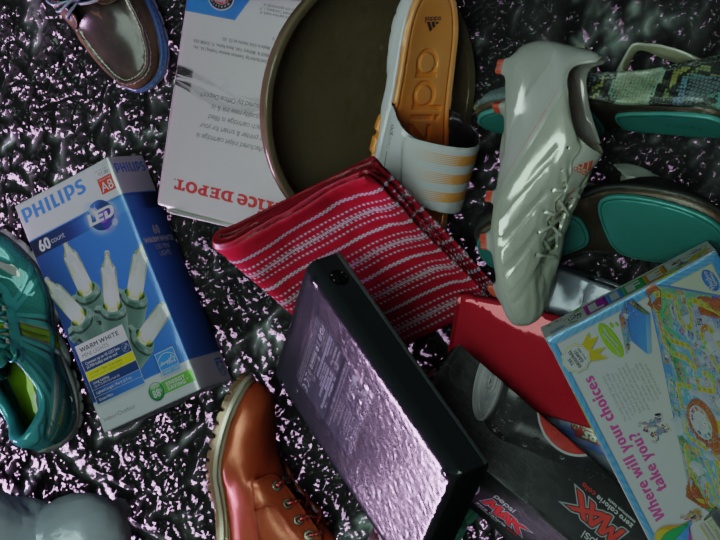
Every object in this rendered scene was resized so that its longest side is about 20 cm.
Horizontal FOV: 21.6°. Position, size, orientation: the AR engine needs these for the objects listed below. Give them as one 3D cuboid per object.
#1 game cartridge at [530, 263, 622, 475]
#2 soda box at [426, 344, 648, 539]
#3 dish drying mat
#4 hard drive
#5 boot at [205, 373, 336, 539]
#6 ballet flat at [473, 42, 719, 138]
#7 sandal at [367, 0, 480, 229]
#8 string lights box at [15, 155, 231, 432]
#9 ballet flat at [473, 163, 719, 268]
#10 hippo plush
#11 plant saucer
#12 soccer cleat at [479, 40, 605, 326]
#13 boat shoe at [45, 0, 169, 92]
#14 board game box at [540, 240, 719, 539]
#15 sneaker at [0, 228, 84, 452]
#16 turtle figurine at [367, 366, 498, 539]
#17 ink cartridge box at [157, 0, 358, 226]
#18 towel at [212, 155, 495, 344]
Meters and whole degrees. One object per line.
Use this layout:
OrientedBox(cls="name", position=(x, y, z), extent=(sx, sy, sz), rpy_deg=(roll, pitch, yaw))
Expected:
OrientedBox(cls="game cartridge", position=(0.207, 0.087, 1.398), extent=(0.199, 0.041, 0.134), rpy_deg=(20, 98, 19))
OrientedBox(cls="soda box", position=(0.119, 0.150, 1.387), extent=(0.200, 0.071, 0.063), rpy_deg=(41, 150, -1))
OrientedBox(cls="dish drying mat", position=(0.159, 0.074, 1.389), extent=(0.198, 0.018, 0.078), rpy_deg=(15, 103, 19))
OrientedBox(cls="hard drive", position=(0.010, 0.107, 1.360), extent=(0.201, 0.033, 0.140), rpy_deg=(55, 147, 28))
OrientedBox(cls="boot", position=(-0.067, 0.182, 1.504), extent=(0.106, 0.075, 0.202), rpy_deg=(5, 105, 19))
OrientedBox(cls="ballet flat", position=(0.182, -0.133, 1.379), extent=(0.198, 0.074, 0.075), rpy_deg=(4, 97, 20))
OrientedBox(cls="sandal", position=(0.052, -0.105, 1.379), extent=(0.059, 0.079, 0.209), rpy_deg=(22, 114, 48))
OrientedBox(cls="string lights box", position=(-0.194, 0.018, 1.543), extent=(0.102, 0.059, 0.201), rpy_deg=(-25, 85, 24))
OrientedBox(cls="ballet flat", position=(0.177, -0.045, 1.377), extent=(0.198, 0.069, 0.068), rpy_deg=(-2, 131, 25))
OrientedBox(cls="hippo plush", position=(-0.271, 0.216, 1.572), extent=(0.159, 0.160, 0.202), rpy_deg=(3, 114, -8))
OrientedBox(cls="plant saucer", position=(0.003, -0.127, 1.389), extent=(0.029, 0.199, 0.202), rpy_deg=(21, 105, 49))
OrientedBox(cls="soccer cleat", position=(0.131, -0.061, 1.325), extent=(0.077, 0.069, 0.202), rpy_deg=(3, 91, 25))
OrientedBox(cls="boat shoe", position=(-0.227, -0.231, 1.525), extent=(0.072, 0.072, 0.201), rpy_deg=(-35, 82, 22))
OrientedBox(cls="board game box", position=(0.231, 0.099, 1.330), extent=(0.134, 0.034, 0.201), rpy_deg=(-27, 101, 5))
OrientedBox(cls="sneaker", position=(-0.290, 0.055, 1.575), extent=(0.077, 0.080, 0.201), rpy_deg=(-25, 85, 23))
OrientedBox(cls="turtle figurine", position=(0.052, 0.183, 1.440), extent=(0.149, 0.101, 0.202), rpy_deg=(-21, 78, 13))
OrientedBox(cls="ink cartridge box", position=(-0.064, -0.133, 1.459), extent=(0.145, 0.084, 0.202), rpy_deg=(14, 101, 24))
OrientedBox(cls="towel", position=(0.000, 0.000, 1.402), extent=(0.144, 0.200, 0.023), rpy_deg=(-24, 48, 22))
